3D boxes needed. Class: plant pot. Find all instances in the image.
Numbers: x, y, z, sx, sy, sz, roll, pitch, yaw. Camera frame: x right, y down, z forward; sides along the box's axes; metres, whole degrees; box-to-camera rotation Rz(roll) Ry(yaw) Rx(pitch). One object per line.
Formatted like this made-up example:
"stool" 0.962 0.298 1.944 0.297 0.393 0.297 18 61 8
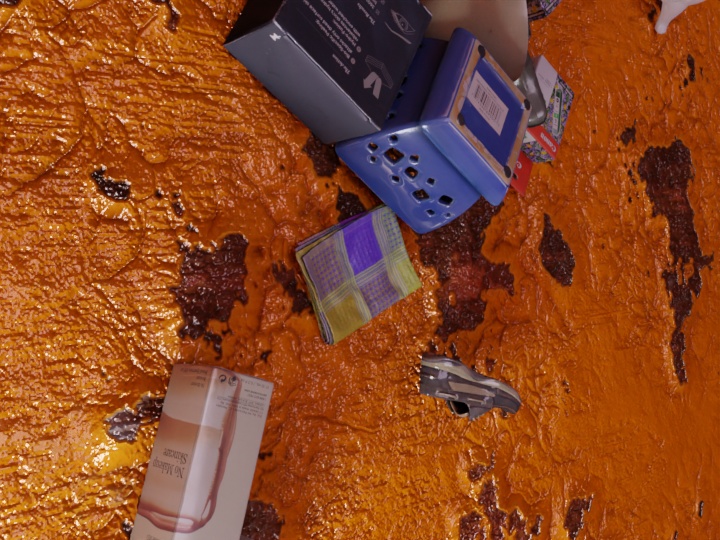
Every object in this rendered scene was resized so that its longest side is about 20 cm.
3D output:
"plant pot" 0.142 -0.360 1.200 0.133 0.200 0.203 -13 98 -6
"plant pot" 0.112 -0.195 1.137 0.200 0.178 0.202 40 58 -32

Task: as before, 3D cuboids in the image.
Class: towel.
"towel" 0.000 0.000 1.145 0.199 0.023 0.145 -29 107 -39

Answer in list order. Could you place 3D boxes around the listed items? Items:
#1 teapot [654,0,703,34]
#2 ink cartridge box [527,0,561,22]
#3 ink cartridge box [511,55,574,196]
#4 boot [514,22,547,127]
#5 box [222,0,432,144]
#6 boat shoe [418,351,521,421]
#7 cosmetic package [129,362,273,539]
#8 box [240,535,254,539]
"teapot" 0.639 -0.621 1.671 0.199 0.146 0.198 -36 93 -2
"ink cartridge box" 0.279 -0.533 1.399 0.109 0.050 0.201 -48 119 -32
"ink cartridge box" 0.284 -0.238 1.382 0.109 0.050 0.202 35 65 -35
"boot" 0.235 -0.325 1.273 0.067 0.131 0.202 -20 80 -3
"box" -0.036 -0.306 1.061 0.196 0.117 0.202 40 62 -33
"boat shoe" 0.158 0.185 1.257 0.198 0.074 0.074 26 81 -29
"cosmetic package" -0.175 0.211 0.926 0.087 0.103 0.203 21 73 -37
"box" -0.179 0.402 0.917 0.199 0.097 0.126 -30 108 -39
